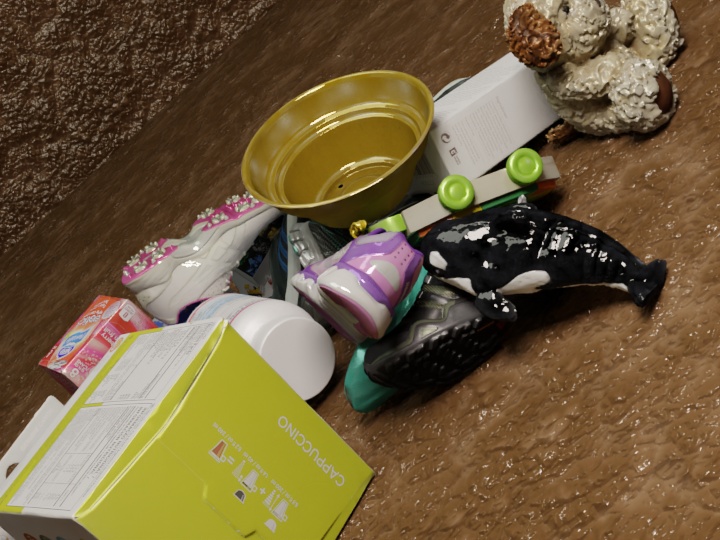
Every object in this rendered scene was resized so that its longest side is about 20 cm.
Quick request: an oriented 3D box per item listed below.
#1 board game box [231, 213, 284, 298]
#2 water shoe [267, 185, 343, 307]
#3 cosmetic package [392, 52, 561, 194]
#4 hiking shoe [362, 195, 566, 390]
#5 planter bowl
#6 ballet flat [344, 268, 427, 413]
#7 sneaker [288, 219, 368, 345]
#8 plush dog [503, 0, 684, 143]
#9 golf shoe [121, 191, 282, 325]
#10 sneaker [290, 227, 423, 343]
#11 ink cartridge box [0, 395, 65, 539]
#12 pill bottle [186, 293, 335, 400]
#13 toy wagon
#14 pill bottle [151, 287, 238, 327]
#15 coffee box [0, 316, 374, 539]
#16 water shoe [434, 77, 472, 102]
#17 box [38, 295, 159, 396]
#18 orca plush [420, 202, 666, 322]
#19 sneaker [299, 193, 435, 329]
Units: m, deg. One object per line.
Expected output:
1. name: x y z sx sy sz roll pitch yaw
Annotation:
1. board game box: -0.081 -0.033 1.403 0.200 0.127 0.035 -25 13 38
2. water shoe: -0.071 -0.035 1.320 0.071 0.201 0.079 -7 21 -43
3. cosmetic package: 0.131 -0.160 1.273 0.200 0.071 0.101 -36 17 -23
4. hiking shoe: 0.082 0.022 1.037 0.200 0.076 0.101 -33 50 3
5. planter bowl: -0.010 -0.102 1.191 0.200 0.084 0.201 -16 40 14
6. ballet flat: 0.059 0.045 1.094 0.070 0.067 0.200 7 55 47
7. sneaker: 0.000 0.000 1.193 0.091 0.078 0.200 -38 51 9
8. plush dog: 0.204 -0.218 1.173 0.160 0.172 0.200 -28 27 37
9. golf shoe: -0.163 -0.016 1.348 0.200 0.092 0.075 -31 20 -3
10. sneaker: 0.003 0.007 1.034 0.089 0.080 0.200 -50 9 -11
11. ink cartridge box: -0.268 0.241 1.117 0.050 0.200 0.162 -20 31 47
12. pill bottle: -0.104 0.082 1.255 0.109 0.109 0.200 -50 22 -16
13. toy wagon: 0.086 -0.058 1.146 0.199 0.040 0.155 -21 -6 -10
14. pill bottle: -0.211 0.111 1.391 0.200 0.112 0.112 -53 22 -25
15. coffee box: -0.149 0.184 1.012 0.197 0.200 0.200 -12 36 52
16. water shoe: 0.085 -0.153 1.385 0.200 0.072 0.079 -51 18 -19
17. box: -0.217 0.127 1.244 0.100 0.200 0.095 -51 23 -19
18. orca plush: 0.131 -0.014 0.946 0.199 0.071 0.105 23 72 33
19. sneaker: 0.017 -0.011 1.271 0.200 0.067 0.090 -43 18 -6
